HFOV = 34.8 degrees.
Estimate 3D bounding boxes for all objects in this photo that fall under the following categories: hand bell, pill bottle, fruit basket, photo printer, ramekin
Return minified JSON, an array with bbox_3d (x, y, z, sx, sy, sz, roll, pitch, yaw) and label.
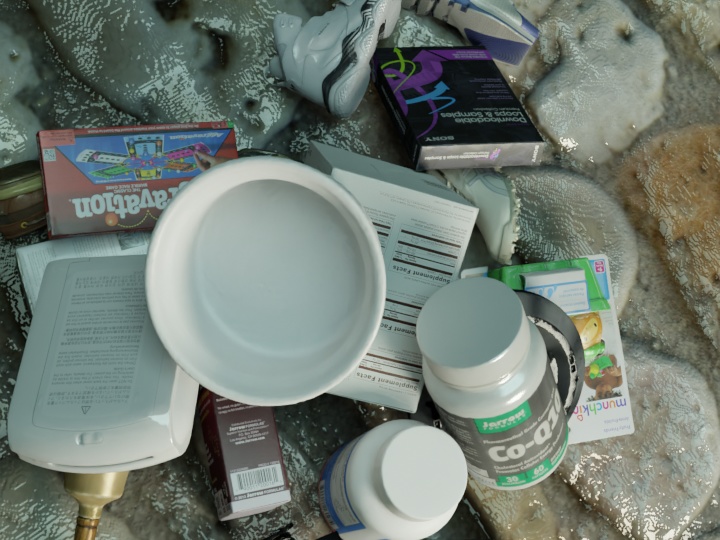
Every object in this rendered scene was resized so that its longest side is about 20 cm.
[{"bbox_3d":[-0.257,0.243,1.078,0.103,0.104,0.203,9,84,-13],"label":"hand bell"},{"bbox_3d":[0.119,0.103,1.033,0.112,0.201,0.114,-11,50,13],"label":"pill bottle"},{"bbox_3d":[0.206,0.088,1.239,0.183,0.094,0.203,-6,80,-17],"label":"fruit basket"},{"bbox_3d":[-0.221,0.084,1.025,0.164,0.070,0.202,-3,56,10],"label":"photo printer"},{"bbox_3d":[0.032,0.204,1.098,0.111,0.200,0.114,4,74,-15],"label":"pill bottle"},{"bbox_3d":[-0.073,0.003,0.963,0.198,0.098,0.203,1,100,6],"label":"ramekin"}]

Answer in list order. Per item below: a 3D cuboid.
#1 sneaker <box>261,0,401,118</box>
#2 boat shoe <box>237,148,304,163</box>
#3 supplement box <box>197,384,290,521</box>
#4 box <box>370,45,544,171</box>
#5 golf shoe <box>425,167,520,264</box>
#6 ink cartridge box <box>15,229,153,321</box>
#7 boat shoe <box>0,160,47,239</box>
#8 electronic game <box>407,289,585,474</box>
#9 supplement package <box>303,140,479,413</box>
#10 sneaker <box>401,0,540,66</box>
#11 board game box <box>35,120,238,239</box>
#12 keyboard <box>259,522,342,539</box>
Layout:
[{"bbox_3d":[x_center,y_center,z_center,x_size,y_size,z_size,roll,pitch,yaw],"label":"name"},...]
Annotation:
[{"bbox_3d":[-0.029,-0.272,1.261,0.114,0.075,0.202,19,75,11],"label":"sneaker"},{"bbox_3d":[-0.048,-0.074,1.227,0.197,0.076,0.075,10,78,-5],"label":"boat shoe"},{"bbox_3d":[-0.124,0.135,1.122,0.060,0.109,0.203,-8,76,-16],"label":"supplement box"},{"bbox_3d":[0.101,-0.182,1.257,0.141,0.036,0.201,-4,43,-16],"label":"box"},{"bbox_3d":[0.120,-0.086,1.261,0.096,0.079,0.202,-4,50,-6],"label":"golf shoe"},{"bbox_3d":[-0.236,0.011,1.157,0.198,0.050,0.110,-15,79,-20],"label":"ink cartridge box"},{"bbox_3d":[-0.282,-0.086,1.168,0.198,0.072,0.068,-19,114,-28],"label":"boat shoe"},{"bbox_3d":[0.139,0.115,1.166,0.197,0.042,0.203,-7,110,-18],"label":"electronic game"},{"bbox_3d":[0.000,0.000,1.115,0.145,0.191,0.202,15,101,-12],"label":"supplement package"},{"bbox_3d":[0.132,-0.338,1.342,0.198,0.081,0.116,30,71,-4],"label":"sneaker"},{"bbox_3d":[-0.215,-0.092,1.141,0.198,0.019,0.104,-7,87,-25],"label":"board game box"},{"bbox_3d":[-0.102,0.298,1.094,0.198,0.040,0.104,-19,44,-21],"label":"keyboard"}]
